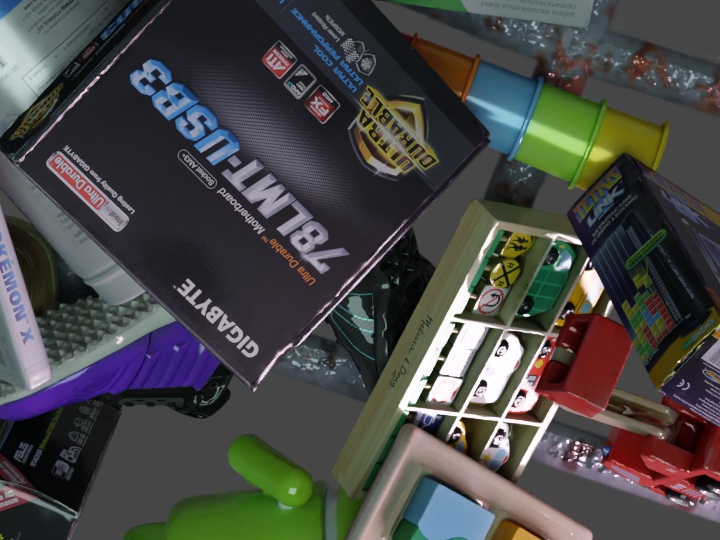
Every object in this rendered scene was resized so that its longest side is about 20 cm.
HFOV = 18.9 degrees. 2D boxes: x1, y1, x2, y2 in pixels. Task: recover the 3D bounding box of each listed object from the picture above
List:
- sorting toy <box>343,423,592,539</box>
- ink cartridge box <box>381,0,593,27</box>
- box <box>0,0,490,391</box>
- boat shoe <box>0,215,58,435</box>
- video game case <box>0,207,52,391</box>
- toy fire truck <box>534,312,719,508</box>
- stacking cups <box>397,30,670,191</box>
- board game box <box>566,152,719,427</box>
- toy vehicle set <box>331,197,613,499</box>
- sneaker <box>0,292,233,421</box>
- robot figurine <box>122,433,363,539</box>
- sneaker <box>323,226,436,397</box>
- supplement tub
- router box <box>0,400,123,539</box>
[{"bbox_3d":[0.050,0.211,1.314,0.200,0.036,0.186,33,81,-41],"label":"sorting toy"},{"bbox_3d":[0.068,-0.235,1.152,0.145,0.084,0.200,7,142,2],"label":"ink cartridge box"},{"bbox_3d":[-0.061,-0.071,1.182,0.199,0.050,0.200,-47,116,-5],"label":"box"},{"bbox_3d":[-0.243,0.063,1.356,0.073,0.063,0.201,24,112,-4],"label":"boat shoe"},{"bbox_3d":[-0.261,-0.036,1.259,0.022,0.200,0.183,-30,121,-31],"label":"video game case"},{"bbox_3d":[0.160,0.085,1.263,0.141,0.200,0.049,25,79,-3],"label":"toy fire truck"},{"bbox_3d":[0.078,-0.092,1.271,0.199,0.061,0.061,19,112,1],"label":"stacking cups"},{"bbox_3d":[0.222,0.039,1.215,0.200,0.166,0.057,30,112,-30],"label":"board game box"},{"bbox_3d":[0.076,0.055,1.306,0.124,0.027,0.201,8,118,-38],"label":"toy vehicle set"},{"bbox_3d":[-0.128,0.057,1.324,0.199,0.070,0.100,-27,119,-2],"label":"sneaker"},{"bbox_3d":[-0.050,0.193,1.359,0.199,0.116,0.176,-7,118,5],"label":"robot figurine"},{"bbox_3d":[0.000,0.000,1.316,0.079,0.075,0.201,8,124,35],"label":"sneaker"},{"bbox_3d":[-0.164,-0.094,1.251,0.132,0.132,0.200,-36,105,17],"label":"supplement tub"},{"bbox_3d":[-0.221,0.183,1.354,0.062,0.150,0.201,23,111,-4],"label":"router box"}]
